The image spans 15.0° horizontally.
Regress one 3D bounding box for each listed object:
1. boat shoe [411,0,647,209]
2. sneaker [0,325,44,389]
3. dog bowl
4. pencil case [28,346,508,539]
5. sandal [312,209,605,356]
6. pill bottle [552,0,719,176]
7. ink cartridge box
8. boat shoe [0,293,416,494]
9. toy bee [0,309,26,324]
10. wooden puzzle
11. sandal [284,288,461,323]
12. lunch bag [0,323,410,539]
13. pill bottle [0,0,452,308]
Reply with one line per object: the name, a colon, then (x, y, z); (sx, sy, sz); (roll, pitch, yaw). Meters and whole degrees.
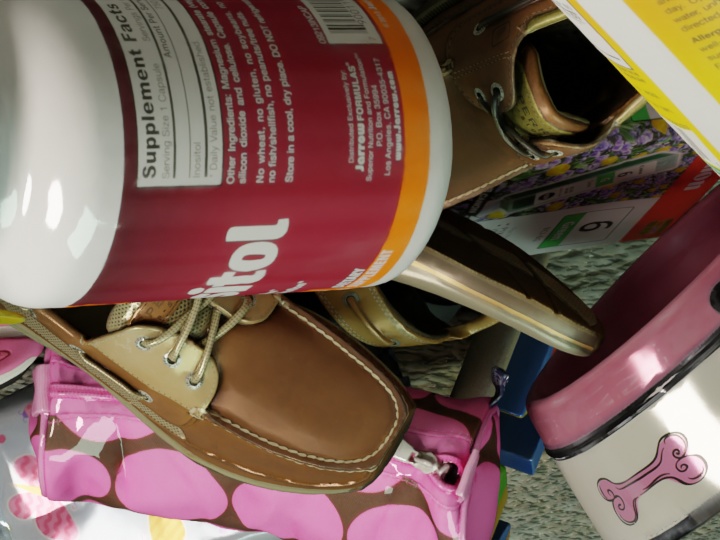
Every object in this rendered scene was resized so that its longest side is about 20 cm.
boat shoe: (0.065, -0.077, 1.029); (0.072, 0.068, 0.200); (37, 124, -20)
sneaker: (-0.225, 0.042, 1.135); (0.200, 0.074, 0.087); (-12, 159, 2)
dog bowl: (0.151, 0.023, 1.128); (0.200, 0.074, 0.200); (-45, -176, 4)
pencil case: (-0.041, 0.071, 1.129); (0.200, 0.091, 0.094); (8, 178, 9)
sandal: (0.000, 0.000, 1.099); (0.200, 0.054, 0.080); (17, -163, -4)
pill bottle: (0.110, -0.116, 0.870); (0.113, 0.113, 0.200); (-27, 133, 26)
ink cartridge box: (0.118, -0.054, 1.186); (0.200, 0.050, 0.109); (-7, 157, -23)
boat shoe: (-0.076, 0.021, 1.052); (0.200, 0.076, 0.074); (26, 168, 12)
toy bee: (-0.177, 0.031, 0.958); (0.131, 0.200, 0.109); (-18, 160, -27)
wooden puzzle: (0.062, 0.095, 1.357); (0.046, 0.185, 0.200); (20, 162, 7)
sandal: (-0.021, -0.012, 1.182); (0.200, 0.075, 0.048); (0, 129, -55)
lunch bag: (-0.069, 0.085, 1.284); (0.170, 0.127, 0.200); (-20, 180, 11)
pill bottle: (-0.077, -0.044, 0.968); (0.200, 0.113, 0.113); (-3, 156, -32)
